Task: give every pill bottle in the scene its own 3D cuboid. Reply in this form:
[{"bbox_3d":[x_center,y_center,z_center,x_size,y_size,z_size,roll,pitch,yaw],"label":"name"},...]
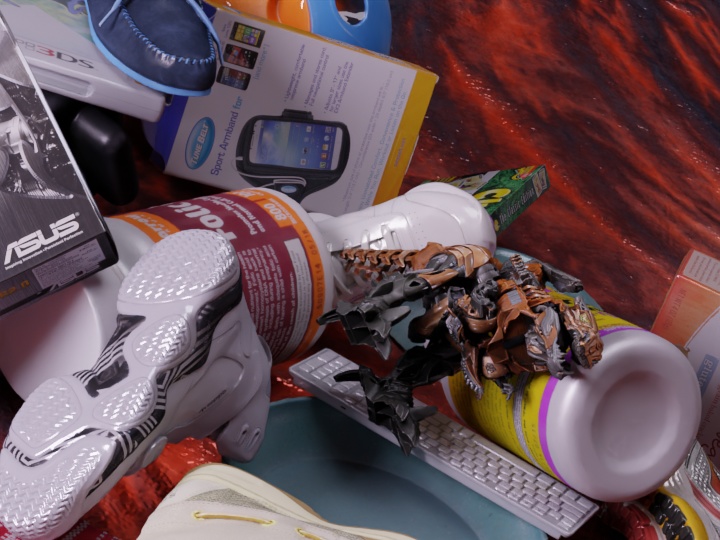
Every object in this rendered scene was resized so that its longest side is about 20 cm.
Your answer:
[{"bbox_3d":[0.117,0.067,1.343,0.104,0.105,0.200,5,11,-29],"label":"pill bottle"},{"bbox_3d":[-0.119,0.018,1.298,0.114,0.115,0.200,36,30,28],"label":"pill bottle"}]

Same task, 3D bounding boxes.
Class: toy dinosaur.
[{"bbox_3d":[0.054,0.031,1.281,0.135,0.103,0.200,-34,15,-24],"label":"toy dinosaur"}]

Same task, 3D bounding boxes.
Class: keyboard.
[{"bbox_3d":[0.050,0.102,1.302,0.199,0.011,0.056,30,28,17],"label":"keyboard"}]

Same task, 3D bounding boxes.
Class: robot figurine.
[{"bbox_3d":[-0.238,-0.102,1.422,0.200,0.125,0.150,35,24,24],"label":"robot figurine"}]

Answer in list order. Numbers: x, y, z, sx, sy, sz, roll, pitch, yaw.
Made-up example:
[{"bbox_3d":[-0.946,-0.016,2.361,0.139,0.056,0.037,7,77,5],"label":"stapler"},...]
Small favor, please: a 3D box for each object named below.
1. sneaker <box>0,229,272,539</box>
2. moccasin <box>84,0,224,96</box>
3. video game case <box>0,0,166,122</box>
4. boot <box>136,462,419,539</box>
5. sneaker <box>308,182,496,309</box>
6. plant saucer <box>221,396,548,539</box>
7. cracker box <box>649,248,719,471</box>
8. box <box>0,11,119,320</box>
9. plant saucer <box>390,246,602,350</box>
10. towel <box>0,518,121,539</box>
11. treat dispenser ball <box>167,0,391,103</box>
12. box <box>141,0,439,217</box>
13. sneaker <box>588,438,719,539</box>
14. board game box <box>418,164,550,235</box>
[{"bbox_3d":[-0.113,0.084,1.172,0.075,0.115,0.200,12,56,35],"label":"sneaker"},{"bbox_3d":[-0.142,-0.182,1.389,0.080,0.068,0.200,5,31,-33],"label":"moccasin"},{"bbox_3d":[-0.216,-0.171,1.409,0.181,0.022,0.200,16,25,-15],"label":"video game case"},{"bbox_3d":[-0.038,0.178,1.063,0.199,0.072,0.155,23,26,17],"label":"boot"},{"bbox_3d":[0.000,0.000,1.399,0.199,0.075,0.100,-13,15,40],"label":"sneaker"},{"bbox_3d":[0.010,0.145,1.245,0.199,0.036,0.200,16,27,-8],"label":"plant saucer"},{"bbox_3d":[0.279,0.091,1.426,0.199,0.135,0.058,25,27,9],"label":"cracker box"},{"bbox_3d":[-0.255,-0.034,1.192,0.199,0.048,0.159,-26,70,-6],"label":"box"},{"bbox_3d":[0.106,0.028,1.525,0.200,0.039,0.201,16,27,-8],"label":"plant saucer"},{"bbox_3d":[-0.124,0.190,1.083,0.199,0.023,0.145,26,27,11],"label":"towel"},{"bbox_3d":[-0.076,-0.177,1.592,0.200,0.202,0.201,16,27,-9],"label":"treat dispenser ball"},{"bbox_3d":[-0.055,-0.108,1.489,0.199,0.120,0.041,15,11,-25],"label":"box"},{"bbox_3d":[0.200,0.151,1.341,0.082,0.078,0.200,19,32,-23],"label":"sneaker"},{"bbox_3d":[0.059,-0.034,1.567,0.104,0.024,0.200,-4,17,25],"label":"board game box"}]
